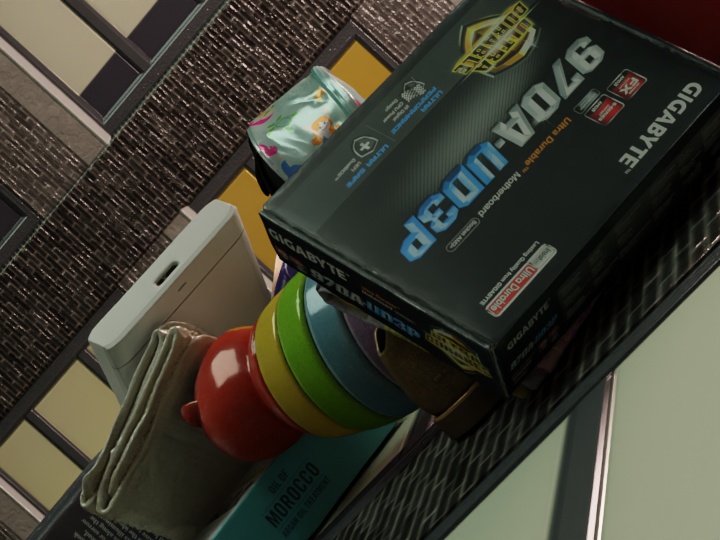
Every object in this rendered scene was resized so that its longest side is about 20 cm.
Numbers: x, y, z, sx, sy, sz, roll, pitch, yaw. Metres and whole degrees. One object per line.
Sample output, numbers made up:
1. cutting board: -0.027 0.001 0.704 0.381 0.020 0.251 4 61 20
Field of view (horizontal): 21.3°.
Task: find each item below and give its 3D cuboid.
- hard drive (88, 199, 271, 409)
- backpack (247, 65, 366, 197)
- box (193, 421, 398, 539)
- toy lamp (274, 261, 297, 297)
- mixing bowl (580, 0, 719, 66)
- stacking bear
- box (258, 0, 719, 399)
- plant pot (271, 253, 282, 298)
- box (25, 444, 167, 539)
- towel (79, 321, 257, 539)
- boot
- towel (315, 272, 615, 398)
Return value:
1. hard drive: -0.100 0.070 1.266 0.132 0.027 0.201 -50 -37 -29
2. backpack: 0.014 -0.059 1.381 0.151 0.200 0.178 -45 3 6
3. box: -0.060 0.157 1.205 0.200 0.049 0.082 -51 5 -28
4. toy lamp: -0.026 0.044 1.348 0.058 0.058 0.200 -50 -23 -20
5. mixing bowl: 0.169 -0.148 1.130 0.200 0.108 0.200 -41 -2 -2
6. stacking bear: -0.019 0.047 1.133 0.200 0.114 0.121 -32 -27 33
7. box: 0.071 -0.051 0.973 0.200 0.159 0.046 -46 -34 -19
8. plant pot: -0.061 0.076 1.513 0.200 0.027 0.202 -175 90 -89
9. box: -0.178 0.204 1.359 0.200 0.107 0.148 -51 5 -39
10. towel: -0.099 0.114 1.238 0.200 0.034 0.133 36 -103 -58
11. boot: 0.087 -0.009 1.029 0.200 0.075 0.074 -49 2 -17
12. towel: 0.082 -0.031 1.005 0.200 0.143 0.023 -52 -33 -27
